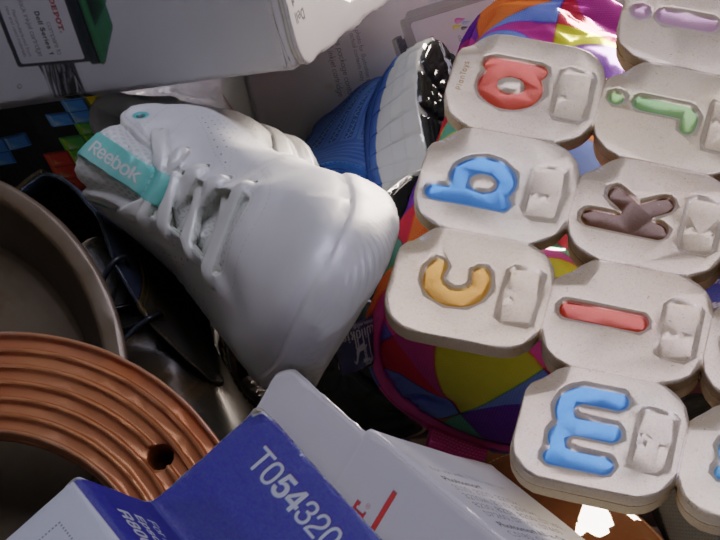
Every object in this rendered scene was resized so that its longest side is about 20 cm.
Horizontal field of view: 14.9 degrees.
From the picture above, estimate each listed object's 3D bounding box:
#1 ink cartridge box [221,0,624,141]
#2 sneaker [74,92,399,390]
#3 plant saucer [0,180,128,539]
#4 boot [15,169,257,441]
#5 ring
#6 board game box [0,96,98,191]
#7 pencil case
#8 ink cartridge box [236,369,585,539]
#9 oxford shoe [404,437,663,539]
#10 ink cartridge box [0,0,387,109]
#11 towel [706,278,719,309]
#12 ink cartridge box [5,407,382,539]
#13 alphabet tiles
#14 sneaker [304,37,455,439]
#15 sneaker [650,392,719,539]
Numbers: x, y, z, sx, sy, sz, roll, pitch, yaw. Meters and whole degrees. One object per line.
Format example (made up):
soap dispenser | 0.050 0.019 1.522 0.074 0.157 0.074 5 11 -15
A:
ink cartridge box | 0.039 -0.115 1.142 0.200 0.068 0.116 -16 20 -7
sneaker | -0.051 -0.018 0.904 0.088 0.075 0.200 29 4 -19
plant saucer | -0.165 0.058 0.899 0.200 0.029 0.200 -8 64 16
boot | -0.081 0.042 0.930 0.075 0.097 0.200 -43 27 14
ring | -0.121 0.114 0.833 0.200 0.019 0.201 -7 64 14
board game box | -0.185 -0.055 1.111 0.165 0.057 0.200 -12 37 -20
pencil case | 0.055 -0.019 0.943 0.088 0.088 0.200 9 37 10
ink cartridge box | 0.029 0.128 0.801 0.068 0.115 0.200 19 15 -49
oxford shoe | 0.078 0.111 0.880 0.071 0.071 0.200 -7 35 -19
ink cartridge box | -0.102 -0.116 1.011 0.200 0.084 0.146 -7 16 18
towel | 0.147 -0.039 0.965 0.200 0.024 0.145 -47 20 -15
ink cartridge box | -0.057 0.151 0.747 0.200 0.043 0.196 -43 52 -4
alphabet tiles | 0.113 -0.009 0.845 0.195 0.015 0.200 11 56 9
sneaker | 0.000 0.000 1.012 0.089 0.079 0.200 -28 27 27
sneaker | 0.156 0.106 0.834 0.074 0.079 0.200 -43 59 3
